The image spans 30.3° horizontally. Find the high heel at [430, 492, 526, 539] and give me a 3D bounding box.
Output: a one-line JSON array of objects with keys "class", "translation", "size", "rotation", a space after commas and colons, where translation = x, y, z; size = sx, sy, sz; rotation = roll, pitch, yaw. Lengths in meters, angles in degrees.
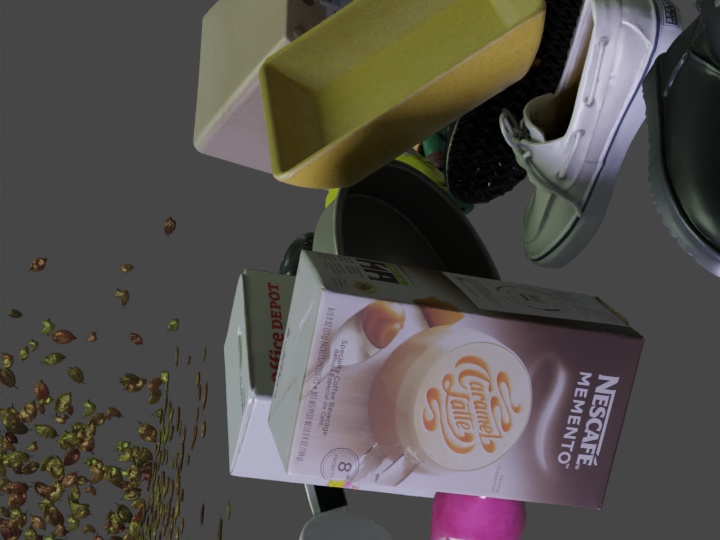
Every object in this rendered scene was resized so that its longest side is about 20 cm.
[{"class": "high heel", "translation": [0.069, 0.216, 0.908], "size": [0.201, 0.067, 0.097], "rotation": [109, 173, -54]}]

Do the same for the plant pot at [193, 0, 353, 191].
[{"class": "plant pot", "translation": [-0.058, -0.234, 1.482], "size": [0.177, 0.198, 0.202], "rotation": [-45, 37, 50]}]

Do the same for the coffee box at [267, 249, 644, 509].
[{"class": "coffee box", "translation": [0.055, 0.065, 0.794], "size": [0.080, 0.198, 0.116], "rotation": [-128, 47, -69]}]

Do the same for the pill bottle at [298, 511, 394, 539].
[{"class": "pill bottle", "translation": [-0.032, 0.318, 1.167], "size": [0.120, 0.118, 0.202], "rotation": [-104, 26, -57]}]

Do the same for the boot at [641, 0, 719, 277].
[{"class": "boot", "translation": [0.202, -0.115, 0.607], "size": [0.201, 0.065, 0.166], "rotation": [117, 155, -42]}]

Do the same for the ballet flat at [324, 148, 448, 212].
[{"class": "ballet flat", "translation": [0.014, -0.075, 1.076], "size": [0.200, 0.066, 0.068], "rotation": [160, 110, -70]}]

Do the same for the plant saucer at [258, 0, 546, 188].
[{"class": "plant saucer", "translation": [0.029, -0.139, 0.901], "size": [0.199, 0.049, 0.201], "rotation": [-32, 29, 11]}]

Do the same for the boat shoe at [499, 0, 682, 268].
[{"class": "boat shoe", "translation": [0.124, -0.087, 0.841], "size": [0.075, 0.085, 0.203], "rotation": [-95, 20, -45]}]

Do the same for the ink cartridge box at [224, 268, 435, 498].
[{"class": "ink cartridge box", "translation": [0.000, 0.085, 1.001], "size": [0.147, 0.198, 0.083], "rotation": [-100, 23, -51]}]

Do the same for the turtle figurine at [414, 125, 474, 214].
[{"class": "turtle figurine", "translation": [0.042, -0.124, 1.171], "size": [0.150, 0.099, 0.202], "rotation": [94, 162, -64]}]

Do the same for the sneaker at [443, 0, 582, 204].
[{"class": "sneaker", "translation": [0.110, -0.150, 0.988], "size": [0.090, 0.069, 0.202], "rotation": [-106, 32, -71]}]

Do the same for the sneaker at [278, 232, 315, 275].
[{"class": "sneaker", "translation": [0.000, 0.000, 1.107], "size": [0.076, 0.199, 0.114], "rotation": [54, -171, -35]}]

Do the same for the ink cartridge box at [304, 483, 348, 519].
[{"class": "ink cartridge box", "translation": [-0.042, 0.198, 1.327], "size": [0.200, 0.039, 0.101], "rotation": [100, 154, -77]}]

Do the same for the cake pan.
[{"class": "cake pan", "translation": [0.038, 0.020, 0.918], "size": [0.037, 0.200, 0.202], "rotation": [-28, 47, 32]}]
